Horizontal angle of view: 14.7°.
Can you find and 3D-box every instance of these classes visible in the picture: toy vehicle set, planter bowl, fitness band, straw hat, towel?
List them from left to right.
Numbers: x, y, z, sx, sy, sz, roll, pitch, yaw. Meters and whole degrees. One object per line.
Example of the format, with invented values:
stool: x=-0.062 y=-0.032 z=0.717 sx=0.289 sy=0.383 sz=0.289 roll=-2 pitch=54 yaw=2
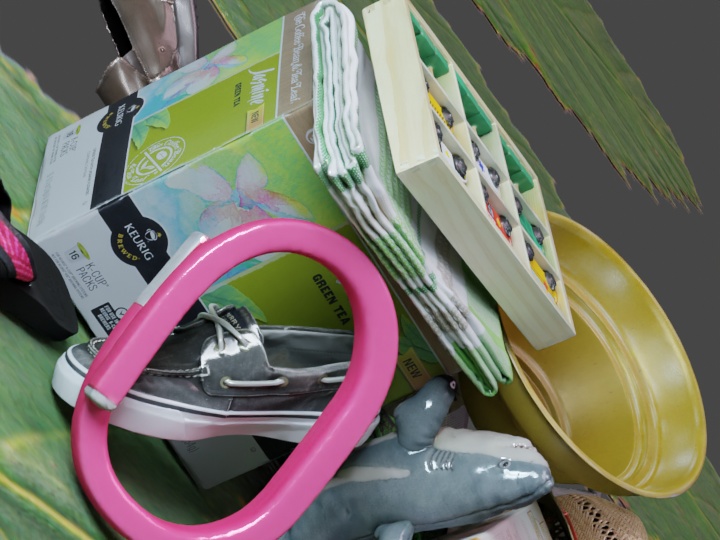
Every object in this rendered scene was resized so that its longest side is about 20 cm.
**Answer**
fitness band: x=-0.066 y=0.064 z=1.508 sx=0.144 sy=0.200 sz=0.037 roll=40 pitch=-7 yaw=-19
towel: x=0.032 y=-0.042 z=1.571 sx=0.200 sy=0.031 sz=0.150 roll=52 pitch=24 yaw=-37
toy vehicle set: x=0.063 y=-0.055 z=1.605 sx=0.200 sy=0.026 sz=0.125 roll=49 pitch=23 yaw=-49
planter bowl: x=0.120 y=0.069 z=1.743 sx=0.200 sy=0.083 sz=0.201 roll=34 pitch=37 yaw=-31
straw hat: x=0.144 y=0.191 z=1.833 sx=0.201 sy=0.085 sz=0.202 roll=166 pitch=-90 yaw=-71

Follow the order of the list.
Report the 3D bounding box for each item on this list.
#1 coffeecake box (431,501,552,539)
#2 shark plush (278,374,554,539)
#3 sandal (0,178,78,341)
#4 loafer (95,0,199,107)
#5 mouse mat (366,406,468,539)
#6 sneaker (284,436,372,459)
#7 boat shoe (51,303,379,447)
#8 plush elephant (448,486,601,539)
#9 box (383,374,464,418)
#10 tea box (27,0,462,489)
coffeecake box: x=0.031 y=0.208 z=1.666 sx=0.073 sy=0.153 sz=0.200 roll=67 pitch=15 yaw=3
shark plush: x=0.008 y=0.136 z=1.605 sx=0.083 sy=0.199 sz=0.091 roll=-118 pitch=-166 yaw=-46
sandal: x=-0.194 y=-0.020 z=1.487 sx=0.200 sy=0.045 sz=0.075 roll=39 pitch=29 yaw=-59
loafer: x=-0.138 y=-0.108 z=1.823 sx=0.073 sy=0.071 sz=0.201 roll=114 pitch=-30 yaw=-62
mouse mat: x=0.019 y=0.106 z=1.843 sx=0.161 sy=0.008 sz=0.201 roll=50 pitch=37 yaw=-34
sneaker: x=-0.012 y=0.127 z=1.859 sx=0.200 sy=0.075 sz=0.088 roll=52 pitch=34 yaw=-30
boat shoe: x=-0.074 y=0.050 z=1.561 sx=0.199 sy=0.071 sz=0.072 roll=5 pitch=27 yaw=-30
plush elephant: x=0.095 y=0.184 z=1.980 sx=0.165 sy=0.154 sz=0.201 roll=156 pitch=-53 yaw=-67
box: x=0.000 y=0.000 z=1.796 sx=0.200 sy=0.078 sz=0.095 roll=42 pitch=40 yaw=-20
tea box: x=-0.058 y=-0.014 z=1.651 sx=0.200 sy=0.196 sz=0.134 roll=56 pitch=16 yaw=-26
